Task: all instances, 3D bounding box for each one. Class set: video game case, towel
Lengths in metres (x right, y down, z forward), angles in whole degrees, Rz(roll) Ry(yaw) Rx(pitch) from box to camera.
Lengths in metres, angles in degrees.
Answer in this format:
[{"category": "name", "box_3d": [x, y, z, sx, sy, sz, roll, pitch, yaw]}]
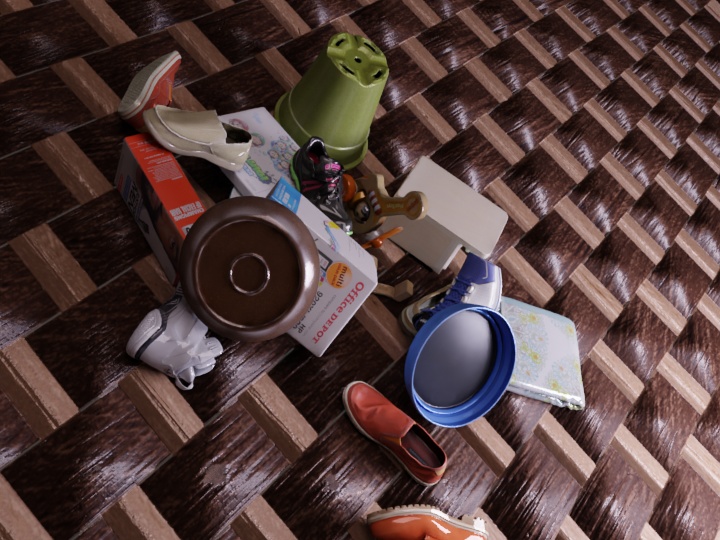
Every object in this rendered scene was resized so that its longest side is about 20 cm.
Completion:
[{"category": "video game case", "box_3d": [-0.172, -0.198, 1.340, 0.201, 0.024, 0.180, 48, 40, 14]}, {"category": "towel", "box_3d": [0.311, 0.148, 1.391, 0.195, 0.048, 0.175, 17, 55, -18]}]

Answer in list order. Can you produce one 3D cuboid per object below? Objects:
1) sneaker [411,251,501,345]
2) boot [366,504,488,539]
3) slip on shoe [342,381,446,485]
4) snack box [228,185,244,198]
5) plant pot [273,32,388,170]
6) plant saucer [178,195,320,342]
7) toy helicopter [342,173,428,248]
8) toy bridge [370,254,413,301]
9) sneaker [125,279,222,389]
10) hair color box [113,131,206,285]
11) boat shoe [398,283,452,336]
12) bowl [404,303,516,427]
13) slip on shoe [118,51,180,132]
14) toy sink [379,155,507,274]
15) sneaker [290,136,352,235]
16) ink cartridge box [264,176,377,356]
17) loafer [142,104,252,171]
[{"category": "sneaker", "box_3d": [0.151, 0.071, 1.256, 0.113, 0.205, 0.080, 11, 10, -37]}, {"category": "boot", "box_3d": [0.097, 0.394, 1.089, 0.195, 0.075, 0.110, 18, 56, -19]}, {"category": "slip on shoe", "box_3d": [0.055, 0.240, 1.174, 0.200, 0.061, 0.074, 44, 51, 6]}, {"category": "snack box", "box_3d": [-0.137, -0.050, 1.277, 0.196, 0.037, 0.118, 24, 50, -14]}, {"category": "plant pot", "box_3d": [-0.038, -0.323, 1.417, 0.195, 0.191, 0.204, 15, 52, -19]}, {"category": "plant saucer", "box_3d": [-0.152, 0.003, 1.054, 0.197, 0.204, 0.032, 28, 8, -9]}, {"category": "toy helicopter", "box_3d": [0.037, -0.098, 1.318, 0.078, 0.197, 0.137, -2, 93, -43]}, {"category": "toy bridge", "box_3d": [0.000, 0.000, 1.294, 0.198, 0.066, 0.028, 33, 45, -34]}, {"category": "sneaker", "box_3d": [-0.236, 0.076, 1.117, 0.114, 0.075, 0.201, 38, 53, -2]}, {"category": "hair color box", "box_3d": [-0.297, -0.095, 1.171, 0.063, 0.111, 0.202, -23, 71, -37]}, {"category": "boat shoe", "box_3d": [0.158, 0.057, 1.344, 0.197, 0.076, 0.072, -24, 71, -38]}, {"category": "bowl", "box_3d": [0.157, 0.148, 1.225, 0.196, 0.206, 0.039, 2, 17, -28]}, {"category": "slip on shoe", "box_3d": [-0.349, -0.305, 1.313, 0.062, 0.073, 0.203, 54, 31, -35]}, {"category": "toy sink", "box_3d": [0.149, -0.086, 1.414, 0.197, 0.113, 0.131, 33, 49, 2]}, {"category": "sneaker", "box_3d": [-0.063, -0.141, 1.284, 0.075, 0.084, 0.203, -1, 53, -37]}, {"category": "ink cartridge box", "box_3d": [-0.091, -0.007, 1.150, 0.199, 0.148, 0.145, 39, 12, -11]}, {"category": "loafer", "box_3d": [-0.247, -0.217, 1.197, 0.198, 0.068, 0.077, 13, 39, -50]}]
